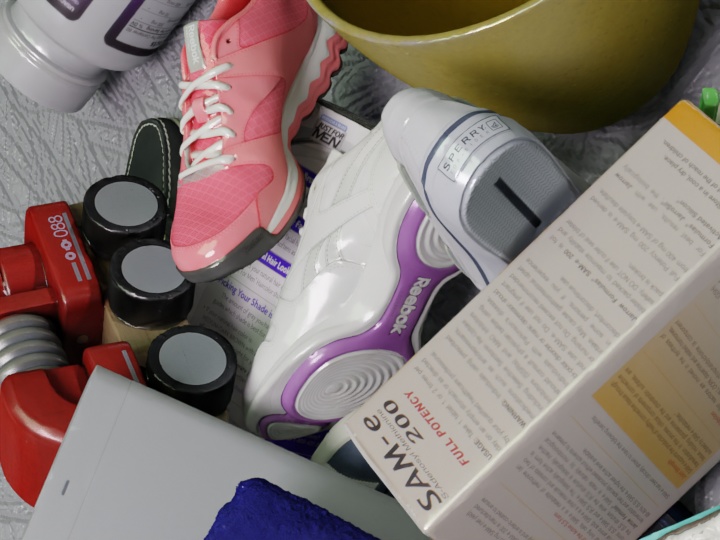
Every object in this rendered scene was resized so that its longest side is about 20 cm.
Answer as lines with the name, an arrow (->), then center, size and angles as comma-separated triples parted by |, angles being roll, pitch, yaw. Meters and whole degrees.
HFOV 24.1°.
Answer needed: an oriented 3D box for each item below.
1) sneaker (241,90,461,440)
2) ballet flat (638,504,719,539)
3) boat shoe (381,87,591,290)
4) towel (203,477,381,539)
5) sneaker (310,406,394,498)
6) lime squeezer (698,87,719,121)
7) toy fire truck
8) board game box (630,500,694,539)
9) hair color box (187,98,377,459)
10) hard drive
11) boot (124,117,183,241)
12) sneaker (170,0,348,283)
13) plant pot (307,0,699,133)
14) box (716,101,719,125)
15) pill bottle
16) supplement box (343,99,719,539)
sneaker -> 0.000, 0.000, 0.857 | 0.201, 0.074, 0.100 | -55, 40, 22
ballet flat -> 0.196, 0.100, 0.678 | 0.199, 0.072, 0.072 | -31, 56, 14
boat shoe -> 0.072, -0.025, 0.752 | 0.074, 0.200, 0.067 | -44, 55, -3
towel -> 0.000, 0.196, 0.719 | 0.148, 0.199, 0.050 | -59, -2, -27
sneaker -> 0.003, 0.132, 0.873 | 0.200, 0.075, 0.085 | -41, 60, 32
lime squeezer -> 0.123, -0.035, 0.799 | 0.200, 0.070, 0.038 | -32, 33, 52
toy fire truck -> -0.179, 0.038, 0.866 | 0.129, 0.198, 0.177 | 103, 148, -45
board game box -> 0.124, 0.179, 0.762 | 0.200, 0.034, 0.136 | 43, 107, 42
hair color box -> -0.034, 0.010, 0.946 | 0.109, 0.065, 0.202 | 32, 101, 45
hard drive -> -0.056, 0.141, 0.781 | 0.026, 0.199, 0.133 | -54, 14, 53
boot -> -0.173, -0.007, 1.014 | 0.073, 0.153, 0.206 | -12, 69, 54
sneaker -> -0.072, -0.085, 0.886 | 0.073, 0.087, 0.201 | -15, 45, 34
plant pot -> 0.086, -0.147, 0.811 | 0.198, 0.142, 0.202 | -17, 50, 22
box -> 0.245, -0.109, 0.719 | 0.200, 0.068, 0.082 | -52, 49, 18
pill bottle -> -0.157, -0.203, 1.096 | 0.200, 0.111, 0.112 | -48, 50, 21
supplement box -> 0.107, 0.043, 0.725 | 0.200, 0.126, 0.074 | -43, 49, 2
